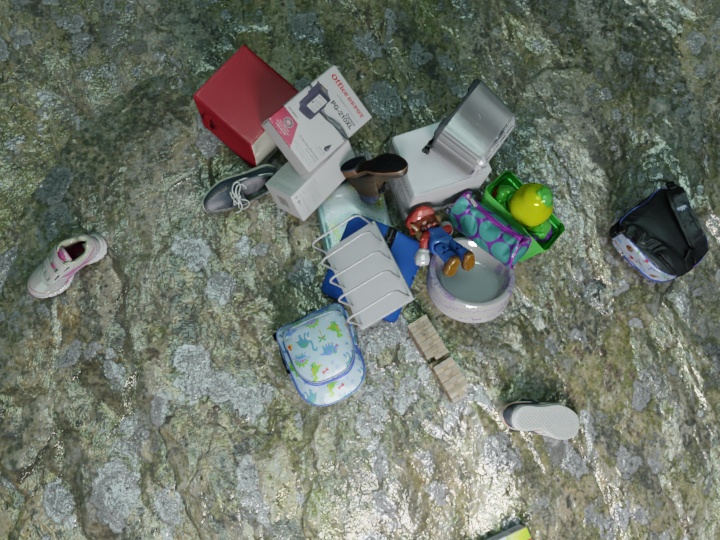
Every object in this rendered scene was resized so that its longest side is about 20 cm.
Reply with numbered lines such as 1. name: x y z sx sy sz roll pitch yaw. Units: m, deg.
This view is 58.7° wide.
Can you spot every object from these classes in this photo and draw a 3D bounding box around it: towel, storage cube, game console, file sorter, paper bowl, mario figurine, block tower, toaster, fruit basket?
1. towel: -0.015 -0.116 1.539 0.168 0.048 0.203 -11 79 -8
2. storage cube: -0.261 -0.378 1.518 0.179 0.171 0.201 40 78 4
3. game console: 0.031 -0.004 1.496 0.169 0.118 0.203 23 88 23
4. file sorter: 0.000 0.000 1.377 0.138 0.124 0.202 -30 71 12
5. paper bowl: 0.249 0.030 1.470 0.197 0.105 0.203 1 52 -1
6. mario figurine: 0.169 -0.059 1.438 0.106 0.123 0.201 -50 50 16
7. block tower: 0.178 0.203 1.475 0.053 0.058 0.202 -29 83 -9
8. toaster: 0.236 -0.290 1.351 0.129 0.114 0.201 38 77 3
9. fruit basket: 0.384 -0.145 1.474 0.216 0.216 0.155 46 47 7

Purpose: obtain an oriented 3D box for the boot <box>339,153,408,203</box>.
1. boot: 0.047 -0.204 1.442 0.075 0.198 0.098 -47 125 -25

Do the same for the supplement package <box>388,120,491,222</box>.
1. supplement package: 0.173 -0.235 1.495 0.188 0.200 0.149 -19 79 -7

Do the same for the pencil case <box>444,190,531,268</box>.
1. pencil case: 0.290 -0.095 1.448 0.085 0.093 0.200 -35 62 -27

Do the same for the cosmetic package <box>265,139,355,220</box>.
1. cosmetic package: -0.113 -0.227 1.506 0.107 0.085 0.200 30 68 40

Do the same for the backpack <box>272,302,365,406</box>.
1. backpack: -0.082 0.193 1.417 0.181 0.147 0.203 -23 83 -5

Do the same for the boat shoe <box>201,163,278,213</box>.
1. boat shoe: -0.281 -0.186 1.521 0.197 0.062 0.076 -24 124 -13

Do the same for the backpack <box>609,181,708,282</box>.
1. backpack: 0.707 -0.070 1.514 0.199 0.154 0.191 -36 74 -4

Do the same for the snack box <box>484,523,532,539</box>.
1. snack box: 0.294 0.660 1.383 0.197 0.053 0.144 -20 79 -7

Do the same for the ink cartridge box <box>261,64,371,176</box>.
1. ink cartridge box: -0.096 -0.332 1.421 0.200 0.084 0.145 -43 105 -15

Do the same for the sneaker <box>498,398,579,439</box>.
1. sneaker: 0.404 0.333 1.454 0.197 0.079 0.080 16 82 -25

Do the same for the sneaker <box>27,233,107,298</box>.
1. sneaker: -0.680 -0.020 1.459 0.081 0.088 0.200 45 79 7
